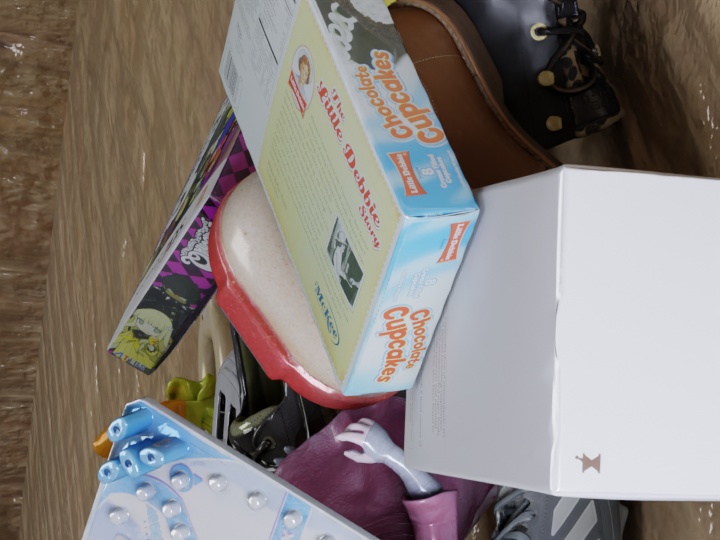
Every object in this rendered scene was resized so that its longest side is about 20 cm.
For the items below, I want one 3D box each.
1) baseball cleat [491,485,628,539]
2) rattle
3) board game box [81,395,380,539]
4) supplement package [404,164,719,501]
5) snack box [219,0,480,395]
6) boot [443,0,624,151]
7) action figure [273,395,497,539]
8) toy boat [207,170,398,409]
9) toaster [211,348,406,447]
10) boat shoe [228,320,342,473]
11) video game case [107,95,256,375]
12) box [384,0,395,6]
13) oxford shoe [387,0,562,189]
[{"bbox_3d":[0.076,0.144,1.013,0.070,0.106,0.202,-47,46,48],"label":"baseball cleat"},{"bbox_3d":[-0.162,0.058,1.913,0.130,0.141,0.202,69,-167,-79],"label":"rattle"},{"bbox_3d":[-0.061,0.191,1.014,0.026,0.199,0.201,-19,-46,-59],"label":"board game box"},{"bbox_3d":[0.101,0.028,0.898,0.200,0.119,0.123,173,100,-76],"label":"supplement package"},{"bbox_3d":[-0.010,-0.060,0.967,0.117,0.037,0.201,109,148,-47],"label":"snack box"},{"bbox_3d":[0.091,-0.139,1.033,0.199,0.073,0.152,-11,102,40],"label":"boot"},{"bbox_3d":[0.013,0.151,1.083,0.134,0.148,0.200,-50,24,17],"label":"action figure"},{"bbox_3d":[0.000,0.000,1.148,0.131,0.199,0.131,54,141,6],"label":"toy boat"},{"bbox_3d":[-0.023,0.128,1.359,0.114,0.128,0.202,-139,52,-73],"label":"toaster"},{"bbox_3d":[-0.042,0.086,1.215,0.072,0.065,0.203,-21,70,56],"label":"boat shoe"},{"bbox_3d":[-0.070,-0.062,1.263,0.181,0.036,0.201,-50,15,53],"label":"video game case"},{"bbox_3d":[0.051,-0.140,1.213,0.200,0.075,0.051,-121,35,-63],"label":"box"},{"bbox_3d":[0.055,-0.032,1.021,0.071,0.071,0.201,-39,86,41],"label":"oxford shoe"}]
